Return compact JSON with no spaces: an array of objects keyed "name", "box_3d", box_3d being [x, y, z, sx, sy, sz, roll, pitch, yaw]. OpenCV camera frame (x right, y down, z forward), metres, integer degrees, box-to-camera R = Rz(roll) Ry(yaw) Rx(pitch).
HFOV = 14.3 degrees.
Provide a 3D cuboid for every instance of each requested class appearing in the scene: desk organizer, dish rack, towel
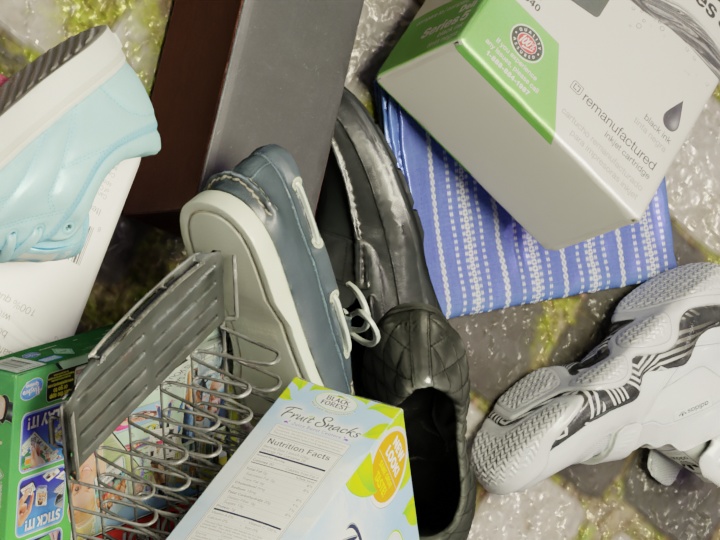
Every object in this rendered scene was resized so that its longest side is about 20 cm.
[{"name":"desk organizer","box_3d":[-0.055,-0.113,1.478,0.072,0.077,0.200,20,78,-33]},{"name":"dish rack","box_3d":[-0.084,0.096,1.359,0.153,0.055,0.200,-48,147,-44]},{"name":"towel","box_3d":[0.097,-0.054,1.613,0.200,0.024,0.145,-9,95,-34]}]

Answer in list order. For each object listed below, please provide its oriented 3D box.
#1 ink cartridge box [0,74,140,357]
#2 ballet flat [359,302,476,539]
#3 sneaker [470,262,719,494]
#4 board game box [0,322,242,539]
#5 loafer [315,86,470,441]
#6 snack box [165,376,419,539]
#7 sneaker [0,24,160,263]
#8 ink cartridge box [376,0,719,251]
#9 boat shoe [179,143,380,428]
[{"name":"ink cartridge box","box_3d":[-0.211,0.006,1.364,0.146,0.085,0.200,29,71,-30]},{"name":"ballet flat","box_3d":[0.026,0.098,1.493,0.200,0.066,0.057,85,6,-47]},{"name":"sneaker","box_3d":[0.156,0.091,1.618,0.200,0.075,0.115,-38,110,-28]},{"name":"board game box","box_3d":[-0.122,0.095,1.390,0.200,0.029,0.135,-17,114,-59]},{"name":"loafer","box_3d":[0.000,0.000,1.517,0.070,0.068,0.201,-20,105,-11]},{"name":"snack box","box_3d":[-0.044,0.179,1.354,0.200,0.068,0.169,-53,147,-39]},{"name":"sneaker","box_3d":[-0.163,-0.028,1.304,0.200,0.074,0.082,-42,108,-27]},{"name":"ink cartridge box","box_3d":[0.123,-0.136,1.572,0.145,0.084,0.200,43,58,-18]},{"name":"boat shoe","box_3d":[-0.033,0.027,1.427,0.062,0.075,0.200,-44,128,-31]}]
